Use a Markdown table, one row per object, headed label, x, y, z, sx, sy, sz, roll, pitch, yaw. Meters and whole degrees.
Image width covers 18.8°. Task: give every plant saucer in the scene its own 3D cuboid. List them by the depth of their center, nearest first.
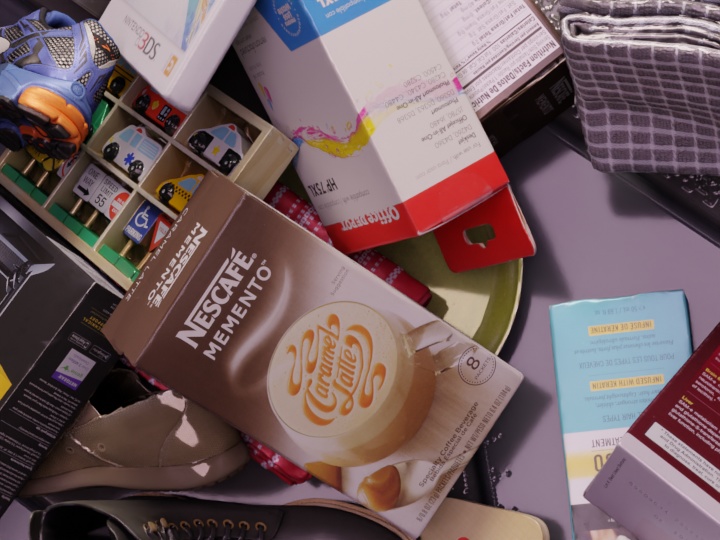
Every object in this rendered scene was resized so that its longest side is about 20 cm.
| label | x | y | z | sx | sy | sz | roll | pitch | yaw |
| --- | --- | --- | --- | --- | --- | --- | --- | --- | --- |
| plant saucer | 0.000 | 0.000 | 1.311 | 0.199 | 0.031 | 0.201 | -1 | 84 | 10 |

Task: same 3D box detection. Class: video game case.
| label | x | y | z | sx | sy | sz | roll | pitch | yaw |
| --- | --- | --- | --- | --- | --- | --- | --- | --- | --- |
| video game case | -0.077 | -0.200 | 1.235 | 0.022 | 0.182 | 0.200 | 29 | 96 | -25 |

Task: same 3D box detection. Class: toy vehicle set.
| label | x | y | z | sx | sy | sz | roll | pitch | yaw |
| --- | --- | --- | --- | --- | --- | --- | --- | --- | --- |
| toy vehicle set | -0.133 | -0.065 | 1.292 | 0.124 | 0.026 | 0.200 | -55 | 44 | 0 |

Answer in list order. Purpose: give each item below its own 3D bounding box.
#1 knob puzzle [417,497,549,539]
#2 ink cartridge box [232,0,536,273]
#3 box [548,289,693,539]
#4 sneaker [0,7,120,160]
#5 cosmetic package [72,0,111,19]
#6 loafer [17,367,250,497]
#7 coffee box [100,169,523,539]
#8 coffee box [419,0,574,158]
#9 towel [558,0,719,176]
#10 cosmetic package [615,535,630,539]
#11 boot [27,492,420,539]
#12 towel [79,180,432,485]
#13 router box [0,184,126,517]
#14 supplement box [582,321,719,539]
| label | x | y | z | sx | sy | sz | roll | pitch | yaw |
| --- | --- | --- | --- | --- | --- | --- | --- | --- | --- |
| knob puzzle | 0.049 | 0.221 | 1.264 | 0.219 | 0.030 | 0.220 | -5 | 81 | 30 |
| ink cartridge box | 0.009 | -0.079 | 1.216 | 0.067 | 0.116 | 0.200 | -29 | 95 | -23 |
| box | 0.160 | 0.116 | 1.258 | 0.082 | 0.049 | 0.201 | -7 | 82 | 9 |
| sneaker | -0.199 | -0.118 | 1.304 | 0.079 | 0.075 | 0.200 | -53 | 34 | -12 |
| cosmetic package | -0.149 | -0.268 | 1.344 | 0.107 | 0.090 | 0.200 | 36 | 93 | 16 |
| loafer | -0.157 | 0.093 | 1.287 | 0.199 | 0.076 | 0.068 | -4 | 98 | 24 |
| coffee box | -0.026 | 0.047 | 1.206 | 0.200 | 0.080 | 0.115 | 33 | 91 | -22 |
| coffee box | 0.042 | -0.170 | 1.283 | 0.080 | 0.113 | 0.200 | -38 | 79 | 4 |
| towel | 0.203 | -0.108 | 1.149 | 0.199 | 0.166 | 0.086 | 5 | 75 | 16 |
| cosmetic package | 0.165 | 0.286 | 1.148 | 0.200 | 0.199 | 0.123 | -52 | 34 | 2 |
| boot | -0.078 | 0.164 | 1.237 | 0.199 | 0.138 | 0.078 | -1 | 82 | 19 |
| towel | -0.073 | 0.017 | 1.296 | 0.200 | 0.022 | 0.145 | 35 | 90 | 12 |
| router box | -0.234 | 0.036 | 1.290 | 0.157 | 0.052 | 0.200 | -53 | 45 | 1 |
| supplement box | 0.223 | 0.082 | 1.191 | 0.109 | 0.061 | 0.200 | 39 | 54 | 12 |
